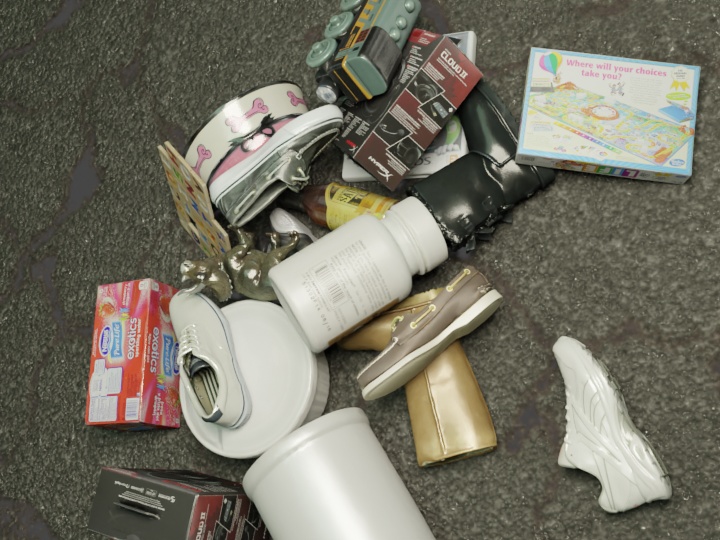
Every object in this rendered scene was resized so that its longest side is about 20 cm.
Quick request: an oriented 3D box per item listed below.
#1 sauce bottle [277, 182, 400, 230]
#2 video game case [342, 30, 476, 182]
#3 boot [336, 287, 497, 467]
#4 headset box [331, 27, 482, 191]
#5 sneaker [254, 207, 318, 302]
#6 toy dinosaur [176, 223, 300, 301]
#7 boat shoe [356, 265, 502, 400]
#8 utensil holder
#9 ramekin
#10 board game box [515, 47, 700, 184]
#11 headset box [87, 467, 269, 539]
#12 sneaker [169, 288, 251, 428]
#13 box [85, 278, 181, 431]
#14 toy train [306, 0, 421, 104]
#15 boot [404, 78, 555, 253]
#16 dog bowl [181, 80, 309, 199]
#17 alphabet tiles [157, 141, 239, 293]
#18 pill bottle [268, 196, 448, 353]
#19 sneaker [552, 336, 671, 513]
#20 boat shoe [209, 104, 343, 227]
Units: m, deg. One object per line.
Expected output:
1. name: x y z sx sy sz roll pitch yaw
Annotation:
1. sauce bottle: -0.025 -0.083 1.085 0.197 0.066 0.067 18 83 26
2. video game case: 0.066 -0.224 1.106 0.179 0.023 0.204 -1 75 25
3. boot: 0.059 0.139 0.983 0.173 0.066 0.203 -20 69 19
4. headset box: 0.053 -0.218 1.019 0.201 0.077 0.149 -51 28 4
5. sneaker: -0.088 0.014 1.085 0.114 0.075 0.200 -46 56 7
6. toy dinosaur: -0.128 -0.001 1.034 0.196 0.077 0.104 7 81 -1
7. boat shoe: 0.072 0.072 0.932 0.199 0.072 0.060 -37 70 -6
8. utensil holder: -0.016 0.288 0.918 0.169 0.170 0.201 -40 64 10
9. ramekin: -0.131 0.146 1.054 0.199 0.094 0.206 -7 73 23
10. board game box: 0.290 -0.183 0.947 0.196 0.034 0.137 9 79 8
11. headset box: -0.219 0.295 0.984 0.147 0.200 0.079 6 78 27
12. sneaker: -0.197 0.102 1.003 0.073 0.071 0.201 -38 63 11
13. box: -0.317 0.122 1.147 0.098 0.095 0.204 -7 72 23
14. toy train: 0.013 -0.292 1.000 0.113 0.085 0.202 -3 52 43
15. boot: 0.129 -0.133 1.006 0.161 0.073 0.200 -35 74 0
16. dog bowl: -0.142 -0.162 1.098 0.199 0.200 0.074 -38 77 11
17. alphabet tiles: -0.225 -0.079 1.116 0.007 0.201 0.167 -32 59 -20
18. pill bottle: 0.000 0.000 0.959 0.198 0.115 0.115 -31 63 -10
19. sneaker: 0.249 0.170 0.878 0.099 0.078 0.202 -32 63 17
20. boat shoe: -0.095 -0.127 1.012 0.199 0.072 0.071 -36 77 8
